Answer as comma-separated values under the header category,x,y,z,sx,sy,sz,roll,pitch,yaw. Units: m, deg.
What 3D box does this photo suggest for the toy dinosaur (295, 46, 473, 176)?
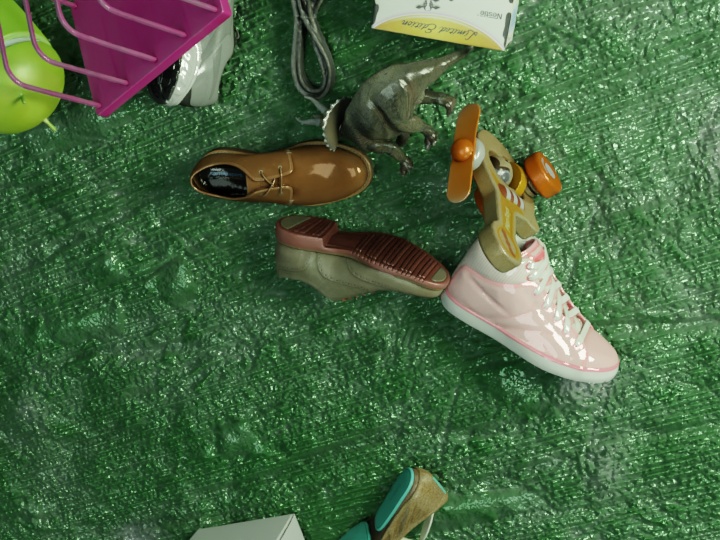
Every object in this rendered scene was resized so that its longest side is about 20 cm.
category,x,y,z,sx,sy,sz,roll,pitch,yaw
toy dinosaur,0.029,-0.159,1.142,0.102,0.077,0.200,28,142,-28

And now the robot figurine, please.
category,x,y,z,sx,sy,sz,roll,pitch,yaw
robot figurine,-0.392,-0.227,1.219,0.116,0.175,0.200,-43,72,0

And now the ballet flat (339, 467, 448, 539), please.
category,x,y,z,sx,sy,sz,roll,pitch,yaw
ballet flat,0.033,0.311,1.350,0.072,0.068,0.200,30,112,-18

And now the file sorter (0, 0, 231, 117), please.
category,x,y,z,sx,sy,sz,roll,pitch,yaw
file sorter,-0.251,-0.269,1.131,0.200,0.125,0.140,-30,67,33

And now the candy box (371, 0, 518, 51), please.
category,x,y,z,sx,sy,sz,roll,pitch,yaw
candy box,0.092,-0.321,1.094,0.136,0.061,0.201,11,113,11

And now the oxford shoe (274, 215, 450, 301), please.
category,x,y,z,sx,sy,sz,roll,pitch,yaw
oxford shoe,0.000,0.000,1.239,0.199,0.070,0.075,18,118,20

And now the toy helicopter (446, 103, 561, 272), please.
category,x,y,z,sx,sy,sz,roll,pitch,yaw
toy helicopter,0.127,-0.073,1.099,0.079,0.200,0.132,-30,117,24

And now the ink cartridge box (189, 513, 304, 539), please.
category,x,y,z,sx,sy,sz,roll,pitch,yaw
ink cartridge box,-0.130,0.422,1.384,0.146,0.146,0.201,-13,106,20

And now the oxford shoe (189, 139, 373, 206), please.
category,x,y,z,sx,sy,sz,roll,pitch,yaw
oxford shoe,-0.086,-0.095,1.223,0.199,0.071,0.072,-2,108,15

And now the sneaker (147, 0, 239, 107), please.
category,x,y,z,sx,sy,sz,roll,pitch,yaw
sneaker,-0.160,-0.264,1.188,0.074,0.079,0.201,26,104,44

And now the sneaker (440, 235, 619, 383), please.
category,x,y,z,sx,sy,sz,roll,pitch,yaw
sneaker,0.188,0.033,1.188,0.199,0.075,0.105,28,120,9

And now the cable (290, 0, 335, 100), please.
category,x,y,z,sx,sy,sz,roll,pitch,yaw
cable,-0.058,-0.271,1.160,0.097,0.050,0.201,15,113,8
